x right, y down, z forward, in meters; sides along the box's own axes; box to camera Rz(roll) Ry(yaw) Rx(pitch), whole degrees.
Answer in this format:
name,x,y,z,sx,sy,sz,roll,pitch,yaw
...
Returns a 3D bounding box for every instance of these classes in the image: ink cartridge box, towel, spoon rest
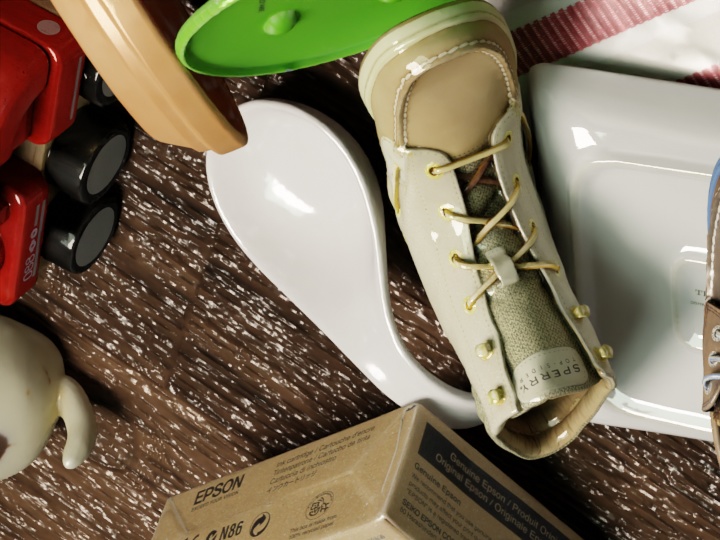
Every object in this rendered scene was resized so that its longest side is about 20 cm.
name,x,y,z,sx,sy,sz,roll,pitch,yaw
ink cartridge box,0.009,0.163,1.445,0.165,0.075,0.200,40,139,-27
towel,0.118,-0.108,1.251,0.144,0.023,0.200,-21,108,41
spoon rest,0.000,0.000,1.383,0.200,0.061,0.099,47,135,-3

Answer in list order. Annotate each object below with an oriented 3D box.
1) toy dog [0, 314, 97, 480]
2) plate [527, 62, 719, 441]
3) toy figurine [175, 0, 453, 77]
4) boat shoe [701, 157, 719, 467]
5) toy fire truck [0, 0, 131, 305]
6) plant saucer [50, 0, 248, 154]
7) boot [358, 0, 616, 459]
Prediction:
name,x,y,z,sx,sy,sz,roll,pitch,yaw
toy dog,-0.262,0.098,1.541,0.194,0.200,0.140,32,134,14
plate,0.169,0.010,1.268,0.199,0.032,0.200,10,129,23
toy figurine,-0.031,-0.201,1.190,0.200,0.150,0.185,107,146,-77
boat shoe,0.181,0.039,1.210,0.072,0.072,0.200,4,127,27
toy fire truck,-0.219,-0.049,1.406,0.128,0.200,0.176,29,133,16
plant saucer,-0.118,-0.134,1.292,0.037,0.200,0.200,-31,102,5
boot,0.058,-0.014,1.238,0.200,0.072,0.155,82,168,-64
